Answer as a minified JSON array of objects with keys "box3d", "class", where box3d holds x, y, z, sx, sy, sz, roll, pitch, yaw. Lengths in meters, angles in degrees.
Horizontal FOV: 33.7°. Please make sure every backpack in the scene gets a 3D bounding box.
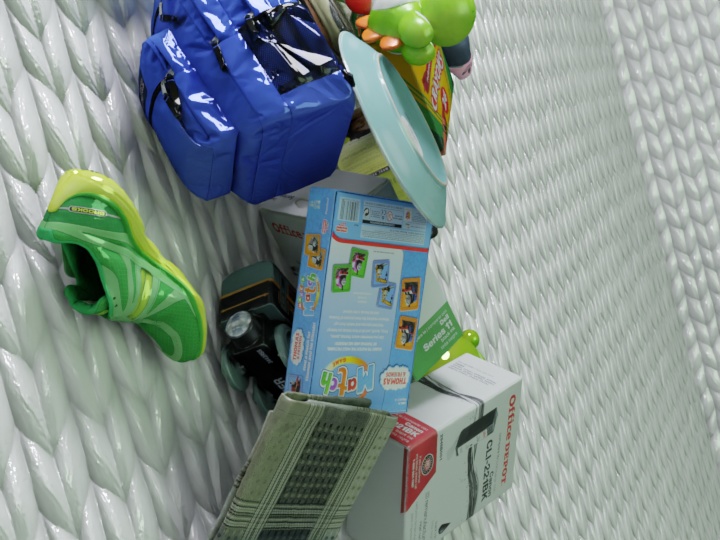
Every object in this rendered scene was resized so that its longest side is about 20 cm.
[{"box3d":[-0.113,-0.180,1.042,0.166,0.163,0.202,-20,71,-24],"class":"backpack"}]

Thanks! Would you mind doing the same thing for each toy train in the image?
[{"box3d":[-0.067,0.082,1.139,0.200,0.084,0.115,51,26,-44],"class":"toy train"}]

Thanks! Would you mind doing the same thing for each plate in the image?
[{"box3d":[0.039,-0.134,1.094,0.201,0.025,0.201,58,15,-24],"class":"plate"}]

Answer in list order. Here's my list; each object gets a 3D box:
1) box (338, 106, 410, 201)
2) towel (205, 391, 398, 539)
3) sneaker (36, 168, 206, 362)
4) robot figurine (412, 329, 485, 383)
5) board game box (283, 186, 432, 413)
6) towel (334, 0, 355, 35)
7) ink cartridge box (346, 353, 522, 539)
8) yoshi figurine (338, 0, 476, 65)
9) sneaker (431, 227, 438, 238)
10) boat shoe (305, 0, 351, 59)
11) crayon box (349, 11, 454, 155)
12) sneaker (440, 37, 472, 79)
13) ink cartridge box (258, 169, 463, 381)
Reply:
[{"box3d":[0.011,-0.125,1.326,0.201,0.075,0.050,-109,173,-61],"class":"box"},{"box3d":[-0.061,0.195,1.032,0.192,0.034,0.202,21,99,-58],"class":"towel"},{"box3d":[-0.192,0.010,0.939,0.084,0.073,0.201,-55,135,-26],"class":"sneaker"},{"box3d":[0.111,0.155,1.429,0.201,0.115,0.177,56,44,-37],"class":"robot figurine"},{"box3d":[0.001,0.032,1.093,0.150,0.036,0.203,5,93,-51],"class":"board game box"},{"box3d":[-0.025,-0.354,1.338,0.201,0.034,0.193,61,26,-25],"class":"towel"},{"box3d":[0.080,0.194,1.258,0.199,0.083,0.146,-25,125,-44],"class":"ink cartridge box"},{"box3d":[0.047,-0.267,1.156,0.112,0.112,0.201,31,22,-42],"class":"yoshi figurine"},{"box3d":[0.042,-0.089,1.400,0.088,0.075,0.201,46,17,-26],"class":"sneaker"},{"box3d":[-0.082,-0.278,1.150,0.201,0.073,0.076,59,0,17],"class":"boat shoe"},{"box3d":[0.050,-0.237,1.314,0.201,0.050,0.128,62,28,-42],"class":"crayon box"},{"box3d":[0.055,-0.272,1.458,0.070,0.199,0.083,-42,126,-24],"class":"sneaker"},{"box3d":[0.000,0.000,1.220,0.083,0.146,0.201,-40,121,-23],"class":"ink cartridge box"}]
